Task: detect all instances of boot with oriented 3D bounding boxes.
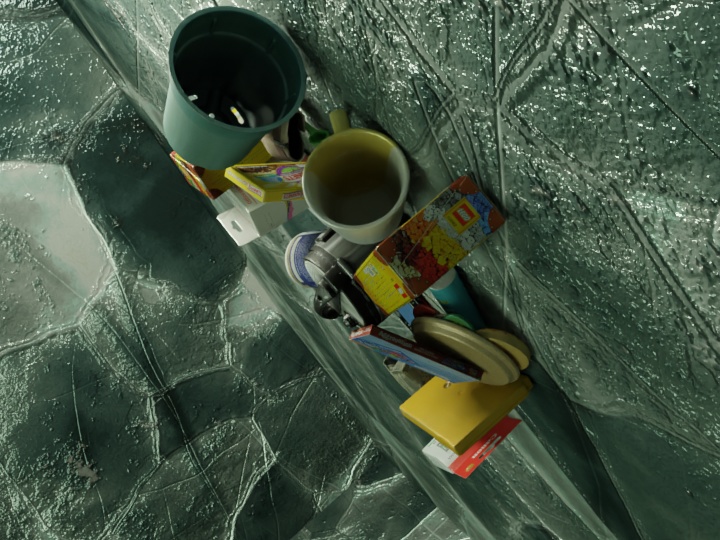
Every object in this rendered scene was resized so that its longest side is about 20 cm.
[{"bbox_3d":[-0.146,-0.279,1.284,0.146,0.070,0.200,38,150,43],"label":"boot"}]

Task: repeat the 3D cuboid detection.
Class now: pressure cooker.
[{"bbox_3d":[0.002,0.002,1.286,0.179,0.200,0.176,33,162,54],"label":"pressure cooker"}]

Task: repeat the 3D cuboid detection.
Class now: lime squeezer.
[{"bbox_3d":[-0.054,-0.203,1.293,0.200,0.038,0.071,52,-174,9],"label":"lime squeezer"}]

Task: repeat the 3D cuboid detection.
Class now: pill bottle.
[{"bbox_3d":[-0.050,-0.025,1.506,0.200,0.116,0.116,-4,126,53],"label":"pill bottle"}]

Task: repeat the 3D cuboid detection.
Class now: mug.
[{"bbox_3d":[0.007,-0.125,1.143,0.149,0.187,0.153,14,167,11],"label":"mug"}]

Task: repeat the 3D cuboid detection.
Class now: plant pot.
[{"bbox_3d":[-0.210,-0.258,1.179,0.200,0.200,0.196,51,150,-2],"label":"plant pot"}]

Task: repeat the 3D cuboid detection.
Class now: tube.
[{"bbox_3d":[0.169,0.072,1.267,0.077,0.050,0.200,32,163,49],"label":"tube"}]

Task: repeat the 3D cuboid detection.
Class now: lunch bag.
[{"bbox_3d":[0.141,0.209,1.536,0.164,0.118,0.200,41,166,-6],"label":"lunch bag"}]

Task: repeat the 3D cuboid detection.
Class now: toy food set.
[{"bbox_3d":[0.168,0.121,1.250,0.198,0.049,0.200,27,162,8],"label":"toy food set"}]

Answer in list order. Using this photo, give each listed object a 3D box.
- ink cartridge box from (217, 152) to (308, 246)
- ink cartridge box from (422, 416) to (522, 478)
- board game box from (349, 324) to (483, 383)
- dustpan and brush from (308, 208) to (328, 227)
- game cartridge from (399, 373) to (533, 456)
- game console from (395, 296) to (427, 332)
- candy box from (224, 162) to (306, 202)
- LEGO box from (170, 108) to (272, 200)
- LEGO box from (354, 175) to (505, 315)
[{"bbox_3d":[-0.173,-0.143,1.454,0.116,0.200,0.068,46,163,40],"label":"ink cartridge box"},{"bbox_3d":[0.217,0.330,1.548,0.050,0.161,0.200,48,167,-2],"label":"ink cartridge box"},{"bbox_3d":[0.088,0.137,1.254,0.200,0.019,0.103,24,162,-14],"label":"board game box"},{"bbox_3d":[-0.060,-0.124,1.513,0.140,0.057,0.200,44,178,-27],"label":"dustpan and brush"},{"bbox_3d":[0.180,0.221,1.336,0.032,0.176,0.200,57,166,-22],"label":"game cartridge"},{"bbox_3d":[0.050,0.091,1.556,0.172,0.119,0.200,49,168,9],"label":"game console"},{"bbox_3d":[-0.120,-0.152,1.314,0.102,0.200,0.026,37,120,31],"label":"candy box"},{"bbox_3d":[-0.240,-0.234,1.464,0.149,0.200,0.077,32,157,57],"label":"LEGO box"},{"bbox_3d":[0.082,-0.026,1.014,0.077,0.149,0.200,50,168,2],"label":"LEGO box"}]
